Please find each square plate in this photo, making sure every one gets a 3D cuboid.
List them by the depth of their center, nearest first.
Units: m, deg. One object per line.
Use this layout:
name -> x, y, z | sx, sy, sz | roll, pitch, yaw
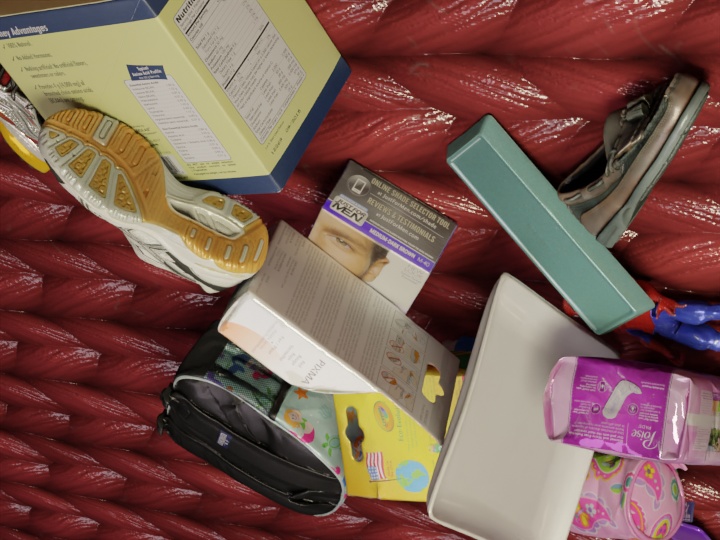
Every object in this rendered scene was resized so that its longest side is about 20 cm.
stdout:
square plate -> 0.130, 0.128, 1.502 | 0.028, 0.202, 0.198 | 9, 165, 40

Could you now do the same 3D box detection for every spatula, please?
spatula -> 0.286, 0.200, 1.704 | 0.056, 0.021, 0.201 | 12, 140, 37

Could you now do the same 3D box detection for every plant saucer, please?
plant saucer -> 0.146, -0.031, 1.462 | 0.200, 0.019, 0.070 | 49, 146, -4

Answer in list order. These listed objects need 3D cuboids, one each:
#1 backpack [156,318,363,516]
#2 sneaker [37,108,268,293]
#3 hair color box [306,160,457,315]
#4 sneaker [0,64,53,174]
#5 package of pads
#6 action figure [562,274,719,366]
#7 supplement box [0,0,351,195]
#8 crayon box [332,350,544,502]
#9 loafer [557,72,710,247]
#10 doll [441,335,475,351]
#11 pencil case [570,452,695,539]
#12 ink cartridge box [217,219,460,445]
backpack -> -0.079, 0.142, 1.805 | 0.199, 0.151, 0.178 | 35, 152, 7
sneaker -> -0.171, -0.044, 1.436 | 0.199, 0.076, 0.088 | 35, 148, -10
hair color box -> 0.000, 0.000, 1.626 | 0.109, 0.065, 0.200 | 30, 147, 2
sneaker -> -0.310, -0.169, 1.647 | 0.199, 0.078, 0.082 | 36, 145, -27
package of pads -> 0.237, 0.114, 1.494 | 0.119, 0.077, 0.199 | 7, 178, 28
action figure -> 0.253, 0.041, 1.485 | 0.198, 0.052, 0.066 | 12, 136, 32
supplement box -> -0.154, -0.174, 1.439 | 0.198, 0.135, 0.200 | -1, 137, 39
crayon box -> 0.078, 0.137, 1.622 | 0.198, 0.051, 0.128 | 1, 109, 22
loafer -> 0.192, -0.084, 1.346 | 0.063, 0.072, 0.200 | 33, 151, 6
doll -> 0.115, 0.118, 1.674 | 0.137, 0.048, 0.201 | 55, 140, 22
pencil case -> 0.206, 0.198, 1.692 | 0.199, 0.088, 0.088 | 0, 138, 51
ink cartridge box -> -0.014, 0.059, 1.513 | 0.200, 0.162, 0.050 | 40, 112, -9
